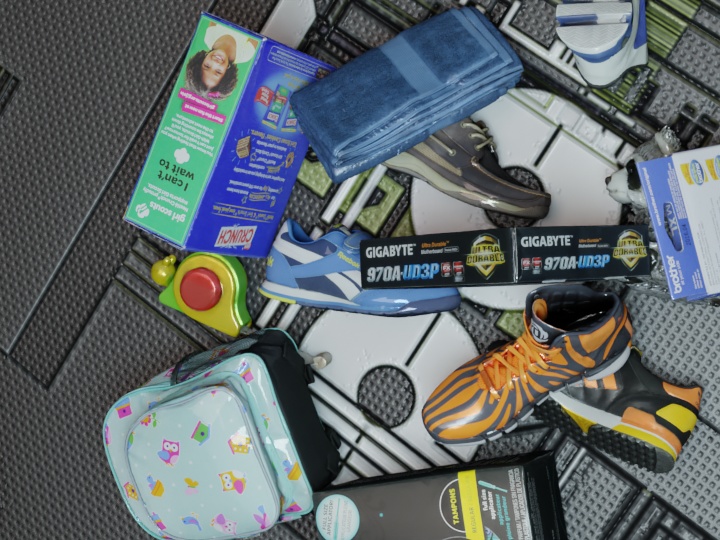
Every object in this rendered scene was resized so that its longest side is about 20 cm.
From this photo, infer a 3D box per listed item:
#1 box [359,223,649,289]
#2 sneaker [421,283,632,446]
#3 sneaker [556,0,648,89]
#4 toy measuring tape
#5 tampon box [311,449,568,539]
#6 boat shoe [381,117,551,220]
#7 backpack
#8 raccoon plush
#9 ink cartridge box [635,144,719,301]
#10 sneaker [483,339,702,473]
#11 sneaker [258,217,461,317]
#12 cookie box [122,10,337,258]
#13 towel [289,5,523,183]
[{"bbox_3d":[0.118,-0.010,1.209,0.199,0.158,0.047,-4,88,53],"label":"box"},{"bbox_3d":[0.134,0.069,1.203,0.199,0.112,0.078,-30,59,-3],"label":"sneaker"},{"bbox_3d":[0.217,-0.241,1.265,0.080,0.115,0.201,6,62,18],"label":"sneaker"},{"bbox_3d":[-0.112,0.028,1.387,0.198,0.074,0.074,23,97,10],"label":"toy measuring tape"},{"bbox_3d":[0.077,0.252,1.278,0.198,0.126,0.152,-12,84,20],"label":"tampon box"},{"bbox_3d":[0.087,-0.107,1.311,0.198,0.074,0.074,25,97,18],"label":"boat shoe"},{"bbox_3d":[-0.142,0.168,1.345,0.198,0.153,0.178,-17,101,28],"label":"backpack"},{"bbox_3d":[0.306,-0.038,1.244,0.198,0.097,0.136,17,80,-10],"label":"raccoon plush"},{"bbox_3d":[0.321,-0.046,1.184,0.198,0.042,0.121,-11,82,-20],"label":"ink cartridge box"},{"bbox_3d":[0.208,0.100,1.276,0.199,0.070,0.090,27,68,27],"label":"sneaker"},{"bbox_3d":[0.000,0.000,1.341,0.198,0.074,0.083,9,88,18],"label":"sneaker"},{"bbox_3d":[-0.117,-0.120,1.334,0.075,0.171,0.202,24,97,21],"label":"cookie box"},{"bbox_3d":[0.038,-0.166,1.295,0.199,0.049,0.112,-30,54,-6],"label":"towel"}]
